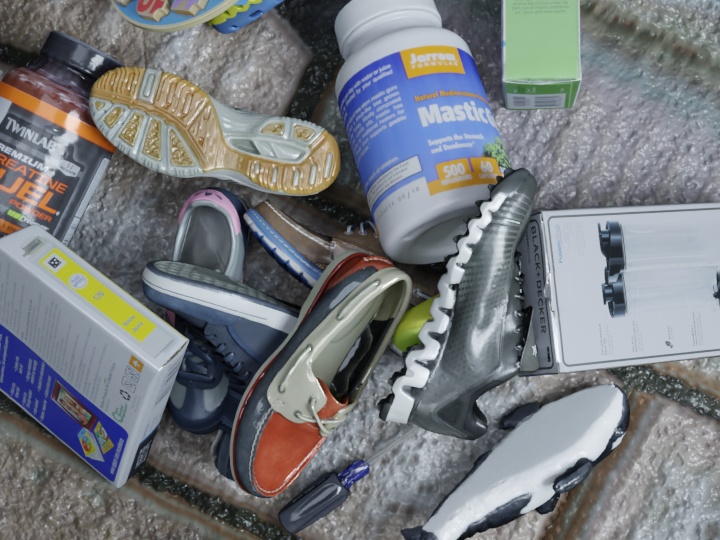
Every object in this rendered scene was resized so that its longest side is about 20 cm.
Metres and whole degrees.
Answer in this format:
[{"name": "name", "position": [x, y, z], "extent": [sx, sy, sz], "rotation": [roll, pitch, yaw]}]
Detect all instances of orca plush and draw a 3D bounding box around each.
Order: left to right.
[{"name": "orca plush", "position": [0.133, 0.172, 0.979], "extent": [0.200, 0.105, 0.071], "rotation": [-45, 122, -21]}]

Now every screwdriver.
[{"name": "screwdriver", "position": [0.018, 0.145, 1.022], "extent": [0.200, 0.029, 0.028], "rotation": [-36, 82, 0]}]

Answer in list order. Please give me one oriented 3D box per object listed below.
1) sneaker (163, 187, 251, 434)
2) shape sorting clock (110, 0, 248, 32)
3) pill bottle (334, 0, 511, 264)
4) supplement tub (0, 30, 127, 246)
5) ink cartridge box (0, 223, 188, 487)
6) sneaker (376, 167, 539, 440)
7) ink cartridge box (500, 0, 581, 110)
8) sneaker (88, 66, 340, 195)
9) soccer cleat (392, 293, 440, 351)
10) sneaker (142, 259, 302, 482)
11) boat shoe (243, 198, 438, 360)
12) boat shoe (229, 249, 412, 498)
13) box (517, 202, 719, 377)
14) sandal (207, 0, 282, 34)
[{"name": "sneaker", "position": [-0.130, 0.032, 1.019], "extent": [0.070, 0.082, 0.200], "rotation": [2, 87, 7]}, {"name": "shape sorting clock", "position": [-0.128, -0.280, 1.025], "extent": [0.200, 0.039, 0.200], "rotation": [-14, 65, 31]}, {"name": "pill bottle", "position": [0.044, -0.115, 0.983], "extent": [0.112, 0.112, 0.200], "rotation": [-18, 70, 6]}, {"name": "supplement tub", "position": [-0.261, -0.089, 1.033], "extent": [0.107, 0.107, 0.200], "rotation": [25, 90, 9]}, {"name": "ink cartridge box", "position": [-0.236, 0.055, 0.986], "extent": [0.200, 0.198, 0.047], "rotation": [39, 53, 9]}, {"name": "sneaker", "position": [0.090, 0.030, 0.887], "extent": [0.090, 0.066, 0.200], "rotation": [25, 97, 5]}, {"name": "ink cartridge box", "position": [0.138, -0.232, 0.992], "extent": [0.059, 0.104, 0.200], "rotation": [0, 86, 7]}, {"name": "sneaker", "position": [-0.117, -0.100, 1.014], "extent": [0.200, 0.088, 0.076], "rotation": [20, 87, -6]}, {"name": "soccer cleat", "position": [0.110, 0.014, 0.978], "extent": [0.200, 0.065, 0.084], "rotation": [-15, 72, -17]}, {"name": "sneaker", "position": [-0.098, 0.084, 0.973], "extent": [0.202, 0.077, 0.146], "rotation": [25, 94, -34]}, {"name": "boat shoe", "position": [0.000, 0.000, 1.016], "extent": [0.200, 0.072, 0.072], "rotation": [38, 86, -1]}, {"name": "boat shoe", "position": [-0.028, 0.080, 0.930], "extent": [0.063, 0.071, 0.200], "rotation": [26, 86, 51]}, {"name": "box", "position": [0.208, 0.012, 0.941], "extent": [0.200, 0.060, 0.117], "rotation": [-5, 86, -24]}, {"name": "sandal", "position": [-0.041, -0.250, 1.032], "extent": [0.200, 0.087, 0.080], "rotation": [-30, 54, 23]}]
